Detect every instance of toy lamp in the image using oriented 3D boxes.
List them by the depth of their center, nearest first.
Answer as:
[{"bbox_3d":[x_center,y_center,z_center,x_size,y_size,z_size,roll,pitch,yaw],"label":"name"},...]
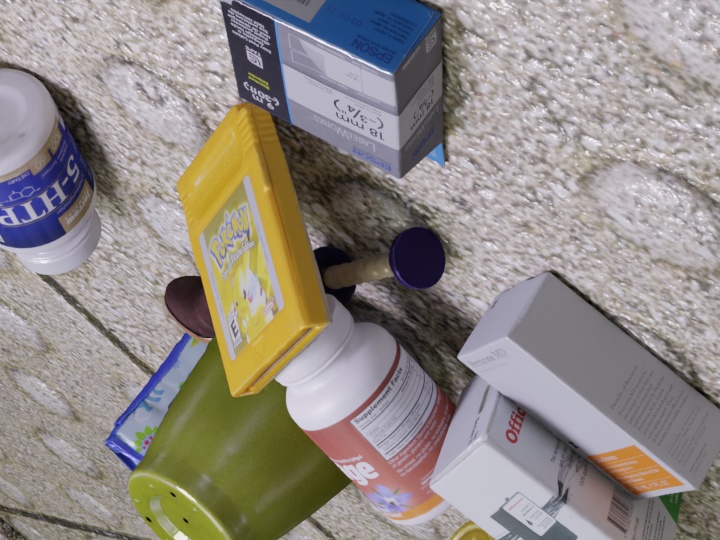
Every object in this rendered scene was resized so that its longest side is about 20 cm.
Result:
[{"bbox_3d":[0.000,0.000,1.620,0.058,0.058,0.200,43,154,-20],"label":"toy lamp"}]

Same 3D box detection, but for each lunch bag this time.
[{"bbox_3d":[-0.153,0.180,2.049,0.200,0.170,0.127,41,157,-12],"label":"lunch bag"}]

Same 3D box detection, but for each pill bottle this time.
[{"bbox_3d":[0.008,0.118,1.640,0.200,0.112,0.112,48,155,-22],"label":"pill bottle"},{"bbox_3d":[-0.318,-0.086,1.802,0.119,0.120,0.200,23,156,25],"label":"pill bottle"}]

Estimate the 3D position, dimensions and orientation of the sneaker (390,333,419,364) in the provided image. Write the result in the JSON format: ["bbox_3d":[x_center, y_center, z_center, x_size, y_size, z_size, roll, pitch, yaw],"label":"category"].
[{"bbox_3d":[0.031,0.141,1.826,0.074,0.082,0.200,16,152,40],"label":"sneaker"}]

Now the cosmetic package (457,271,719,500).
[{"bbox_3d":[0.188,0.096,1.527,0.200,0.071,0.101,38,158,-9],"label":"cosmetic package"}]

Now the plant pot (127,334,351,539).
[{"bbox_3d":[-0.104,0.167,1.737,0.200,0.193,0.201,29,147,21],"label":"plant pot"}]

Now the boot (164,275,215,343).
[{"bbox_3d":[-0.123,0.002,1.812,0.200,0.072,0.167,21,143,32],"label":"boot"}]

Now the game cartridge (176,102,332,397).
[{"bbox_3d":[-0.093,-0.017,1.555,0.176,0.032,0.201,-45,59,58],"label":"game cartridge"}]

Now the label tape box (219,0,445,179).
[{"bbox_3d":[-0.016,-0.133,1.354,0.144,0.063,0.200,28,157,17],"label":"label tape box"}]

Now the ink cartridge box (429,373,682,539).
[{"bbox_3d":[0.168,0.176,1.602,0.200,0.147,0.083,39,126,-10],"label":"ink cartridge box"}]

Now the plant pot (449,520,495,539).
[{"bbox_3d":[0.149,0.293,1.703,0.142,0.201,0.200,23,164,-24],"label":"plant pot"}]
